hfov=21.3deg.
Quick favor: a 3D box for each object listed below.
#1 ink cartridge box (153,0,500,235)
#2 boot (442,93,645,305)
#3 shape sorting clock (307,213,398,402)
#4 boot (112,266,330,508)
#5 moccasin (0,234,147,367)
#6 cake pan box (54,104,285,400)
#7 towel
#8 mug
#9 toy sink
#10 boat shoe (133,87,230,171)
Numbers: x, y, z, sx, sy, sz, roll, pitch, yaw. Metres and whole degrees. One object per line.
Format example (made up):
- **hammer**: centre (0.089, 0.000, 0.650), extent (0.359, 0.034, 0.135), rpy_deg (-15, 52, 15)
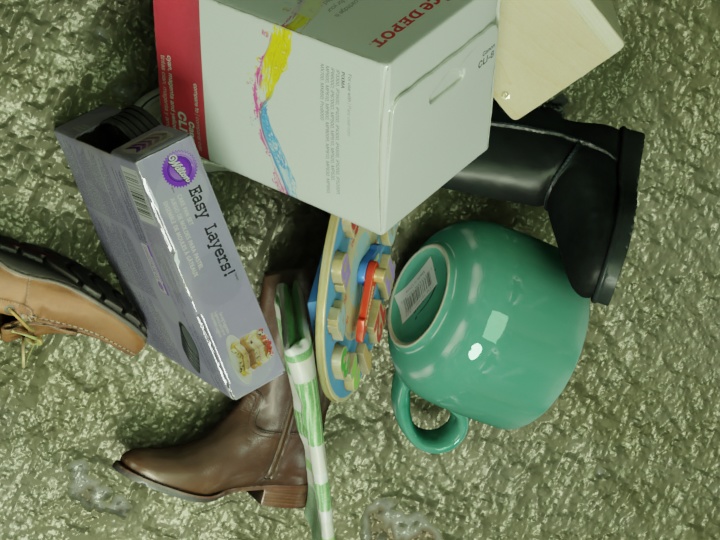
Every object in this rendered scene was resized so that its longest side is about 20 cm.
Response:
- **ink cartridge box**: centre (-0.022, -0.146, 1.346), extent (0.145, 0.200, 0.145), rpy_deg (-40, 143, -40)
- **boot**: centre (0.132, -0.065, 1.484), extent (0.162, 0.199, 0.073), rpy_deg (15, 135, 0)
- **shape sorting clock**: centre (0.000, 0.000, 1.441), extent (0.039, 0.200, 0.201), rpy_deg (10, 99, 9)
- **boot**: centre (-0.090, 0.080, 1.494), extent (0.186, 0.064, 0.201), rpy_deg (9, 101, -39)
- **moccasin**: centre (-0.251, 0.023, 1.405), extent (0.201, 0.074, 0.078), rpy_deg (21, 101, -30)
- **cake pan box**: centre (-0.142, -0.020, 1.383), extent (0.052, 0.184, 0.200), rpy_deg (-29, 111, -21)
- **towel**: centre (-0.040, 0.124, 1.426), extent (0.023, 0.153, 0.201), rpy_deg (-7, 109, -4)
- **mug**: centre (0.087, 0.052, 1.516), extent (0.114, 0.152, 0.185), rpy_deg (22, 79, -27)
- **toy sink**: centre (0.111, -0.230, 1.479), extent (0.112, 0.200, 0.130), rpy_deg (-34, 118, 18)
- **boat shoe**: centre (-0.077, -0.103, 1.457), extent (0.199, 0.070, 0.071), rpy_deg (4, 100, -25)
